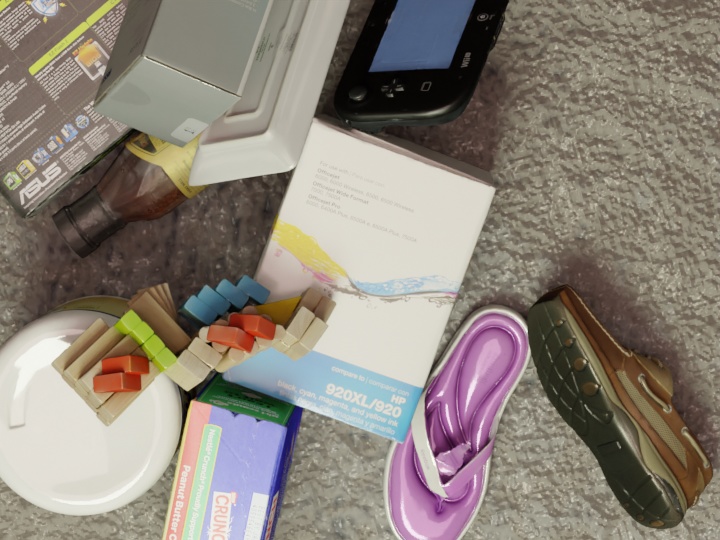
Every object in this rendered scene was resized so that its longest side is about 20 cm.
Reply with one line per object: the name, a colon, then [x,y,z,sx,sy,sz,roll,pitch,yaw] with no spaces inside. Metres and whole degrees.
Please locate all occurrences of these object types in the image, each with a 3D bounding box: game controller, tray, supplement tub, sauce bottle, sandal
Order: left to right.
supplement tub: [-0.194,0.093,1.649,0.144,0.200,0.145,0,94,1]
sauce bottle: [-0.142,-0.083,1.698,0.200,0.066,0.066,-36,94,2]
tray: [-0.065,-0.155,1.634,0.107,0.022,0.200,-6,56,39]
game controller: [0.051,-0.174,1.626,0.104,0.200,0.042,-8,132,30]
sandal: [0.071,0.122,1.721,0.082,0.050,0.203,18,94,-1]

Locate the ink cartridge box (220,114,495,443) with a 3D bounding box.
ink cartridge box: [0.000,0.000,1.663,0.144,0.147,0.200,20,96,-1]

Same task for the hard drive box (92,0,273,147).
hard drive box: [-0.110,-0.206,1.605,0.077,0.156,0.200,22,74,-15]

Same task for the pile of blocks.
pile of blocks: [-0.108,0.039,1.531,0.200,0.062,0.082,-18,84,-20]

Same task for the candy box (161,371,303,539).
candy box: [-0.097,0.169,1.655,0.077,0.200,0.169,13,96,0]

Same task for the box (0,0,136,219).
box: [-0.239,-0.174,1.702,0.200,0.048,0.193,-40,92,4]

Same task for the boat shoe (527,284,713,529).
boat shoe: [0.199,0.098,1.713,0.074,0.076,0.200,-34,98,-29]
